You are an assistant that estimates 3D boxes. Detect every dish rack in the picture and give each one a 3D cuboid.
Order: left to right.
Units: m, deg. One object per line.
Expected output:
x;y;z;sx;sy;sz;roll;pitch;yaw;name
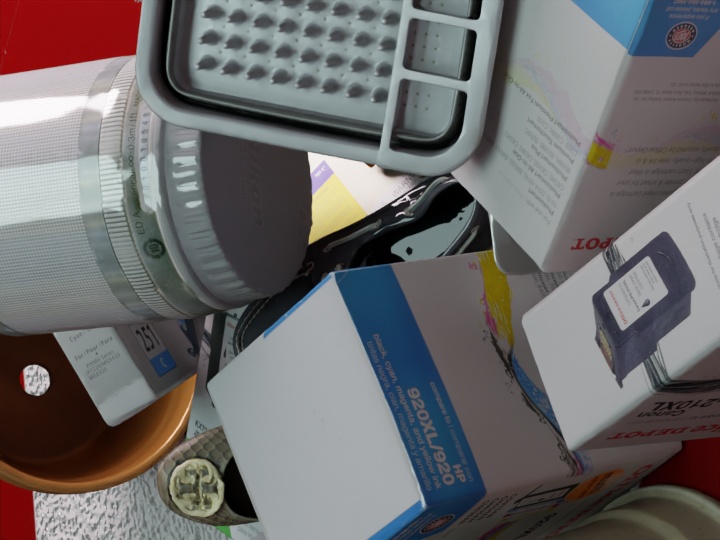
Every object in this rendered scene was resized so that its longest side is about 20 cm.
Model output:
-0.017;-0.151;1.385;0.200;0.044;0.172;11;105;12;dish rack

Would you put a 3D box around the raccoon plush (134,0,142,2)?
-0.092;-0.165;1.743;0.134;0.097;0.200;-33;66;59;raccoon plush

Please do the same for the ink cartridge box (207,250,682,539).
0.049;0.084;1.453;0.147;0.200;0.145;-42;64;46;ink cartridge box

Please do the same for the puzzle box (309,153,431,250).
0.003;-0.070;1.588;0.200;0.025;0.133;-46;51;10;puzzle box

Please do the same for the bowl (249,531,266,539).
-0.016;0.222;1.596;0.090;0.201;0.201;-98;25;-58;bowl

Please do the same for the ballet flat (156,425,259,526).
-0.029;0.128;1.587;0.046;0.199;0.068;-85;-7;-75;ballet flat

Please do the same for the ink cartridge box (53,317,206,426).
-0.171;0.004;1.728;0.045;0.200;0.176;-32;91;15;ink cartridge box

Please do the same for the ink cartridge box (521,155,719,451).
0.200;0.012;1.291;0.200;0.145;0.084;-42;59;47;ink cartridge box

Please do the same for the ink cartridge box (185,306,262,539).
-0.039;0.083;1.680;0.147;0.083;0.200;28;113;49;ink cartridge box

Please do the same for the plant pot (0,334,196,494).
-0.226;0.070;1.868;0.140;0.200;0.201;151;113;-69;plant pot

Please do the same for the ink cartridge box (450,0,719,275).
0.138;-0.096;1.386;0.125;0.128;0.200;49;129;41;ink cartridge box

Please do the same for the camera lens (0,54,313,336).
-0.149;-0.047;1.523;0.200;0.160;0.160;-6;86;25;camera lens

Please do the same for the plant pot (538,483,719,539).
0.109;0.224;1.397;0.200;0.183;0.201;3;94;54;plant pot

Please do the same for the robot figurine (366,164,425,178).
-0.011;-0.137;1.492;0.200;0.058;0.145;50;157;-23;robot figurine

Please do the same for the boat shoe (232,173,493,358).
0.000;0.000;1.511;0.200;0.063;0.073;-32;78;13;boat shoe
